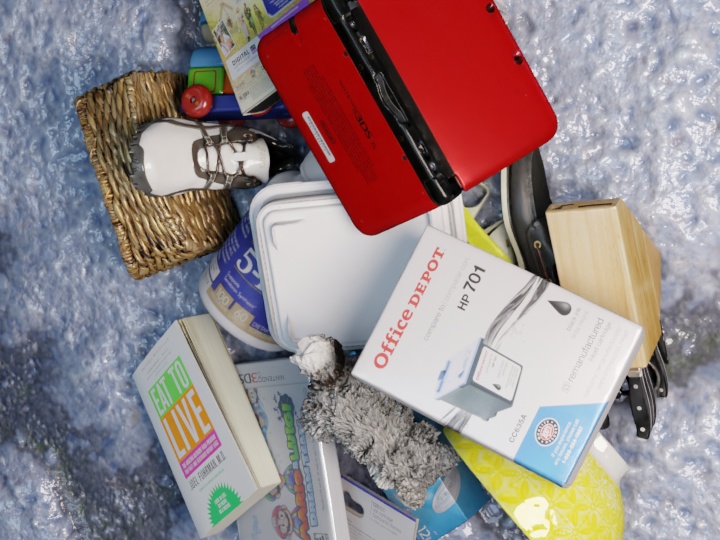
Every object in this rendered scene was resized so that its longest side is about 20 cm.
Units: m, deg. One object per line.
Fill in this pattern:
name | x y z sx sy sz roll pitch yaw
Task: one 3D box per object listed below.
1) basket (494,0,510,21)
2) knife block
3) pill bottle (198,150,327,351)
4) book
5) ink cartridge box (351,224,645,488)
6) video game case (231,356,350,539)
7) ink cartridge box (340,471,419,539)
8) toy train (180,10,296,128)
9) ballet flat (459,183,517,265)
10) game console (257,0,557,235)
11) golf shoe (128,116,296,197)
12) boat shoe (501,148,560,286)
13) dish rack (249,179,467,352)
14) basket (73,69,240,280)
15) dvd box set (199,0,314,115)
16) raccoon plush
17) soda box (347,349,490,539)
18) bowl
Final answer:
basket | 0.033 -0.294 1.184 0.123 0.136 0.200 -24 89 19
knife block | 0.220 0.050 1.147 0.064 0.200 0.176 -5 67 26
pill bottle | -0.061 -0.028 1.294 0.120 0.120 0.200 44 114 13
book | -0.167 0.166 1.391 0.134 0.048 0.200 -45 65 41
ink cartridge box | 0.116 0.072 1.095 0.200 0.086 0.147 26 87 14
video game case | -0.084 0.191 1.346 0.182 0.024 0.200 -11 87 52
ink cartridge box | -0.014 0.300 1.343 0.198 0.047 0.200 24 109 42
toy train | -0.081 -0.205 1.301 0.200 0.085 0.116 1 86 26
ballet flat | 0.107 -0.043 1.247 0.067 0.067 0.200 -37 80 -3
game console | 0.038 -0.156 1.124 0.172 0.119 0.200 -23 99 48
golf shoe | -0.141 -0.113 1.269 0.094 0.200 0.078 1 100 31
boat shoe | 0.173 -0.024 1.206 0.063 0.074 0.202 -7 97 30
dish rack | 0.000 0.000 1.209 0.200 0.044 0.172 -5 109 8
basket | -0.239 -0.092 1.356 0.149 0.143 0.200 -17 91 26
dvd box set | -0.095 -0.264 1.208 0.146 0.029 0.200 -28 81 46
raccoon plush | 0.008 0.145 1.186 0.134 0.200 0.097 40 93 26
soda box | 0.041 0.171 1.309 0.064 0.068 0.200 -38 82 26
bowl | 0.179 0.186 1.195 0.108 0.200 0.200 -42 79 2
